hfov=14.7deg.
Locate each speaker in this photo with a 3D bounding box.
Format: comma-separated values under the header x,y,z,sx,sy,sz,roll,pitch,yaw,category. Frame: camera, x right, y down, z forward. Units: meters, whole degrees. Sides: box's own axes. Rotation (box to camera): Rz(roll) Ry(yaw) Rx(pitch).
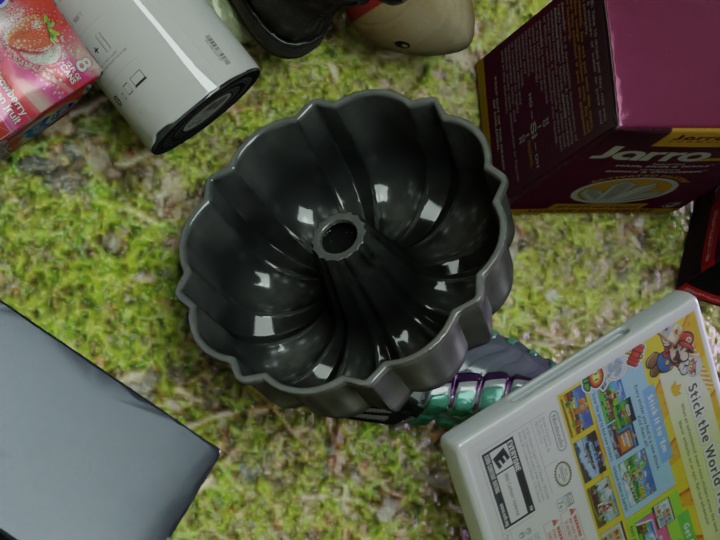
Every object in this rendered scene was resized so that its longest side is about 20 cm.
x,y,z,sx,sy,sz,roll,pitch,yaw,category
-0.148,-0.167,1.591,0.081,0.081,0.200,-36,84,-23,speaker

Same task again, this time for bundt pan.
x,y,z,sx,sy,sz,roll,pitch,yaw,category
0.000,0.000,1.597,0.202,0.076,0.202,-11,55,16,bundt pan

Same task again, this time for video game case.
x,y,z,sx,sy,sz,roll,pitch,yaw,category
0.147,0.138,1.639,0.182,0.023,0.200,-30,118,-23,video game case

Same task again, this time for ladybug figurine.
x,y,z,sx,sy,sz,roll,pitch,yaw,category
0.003,-0.215,1.669,0.072,0.136,0.200,-24,89,4,ladybug figurine

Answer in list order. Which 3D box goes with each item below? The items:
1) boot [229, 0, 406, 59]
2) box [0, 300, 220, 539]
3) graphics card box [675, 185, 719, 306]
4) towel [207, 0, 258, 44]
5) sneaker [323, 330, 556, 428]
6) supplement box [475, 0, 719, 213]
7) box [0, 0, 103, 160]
x,y,z,sx,sy,sz,roll,pitch,yaw,category
-0.049,-0.216,1.578,0.069,0.174,0.200,-39,92,-22,boot
-0.203,0.096,1.486,0.200,0.182,0.104,34,68,-8,box
0.256,-0.060,1.677,0.051,0.200,0.126,19,72,-11,graphics card box
-0.111,-0.221,1.673,0.148,0.036,0.200,-16,83,-21,towel
0.076,0.051,1.658,0.200,0.074,0.088,10,69,-17,sneaker
0.165,-0.104,1.655,0.131,0.200,0.103,0,77,-19,supplement box
-0.249,-0.153,1.574,0.100,0.095,0.200,-37,92,-23,box
